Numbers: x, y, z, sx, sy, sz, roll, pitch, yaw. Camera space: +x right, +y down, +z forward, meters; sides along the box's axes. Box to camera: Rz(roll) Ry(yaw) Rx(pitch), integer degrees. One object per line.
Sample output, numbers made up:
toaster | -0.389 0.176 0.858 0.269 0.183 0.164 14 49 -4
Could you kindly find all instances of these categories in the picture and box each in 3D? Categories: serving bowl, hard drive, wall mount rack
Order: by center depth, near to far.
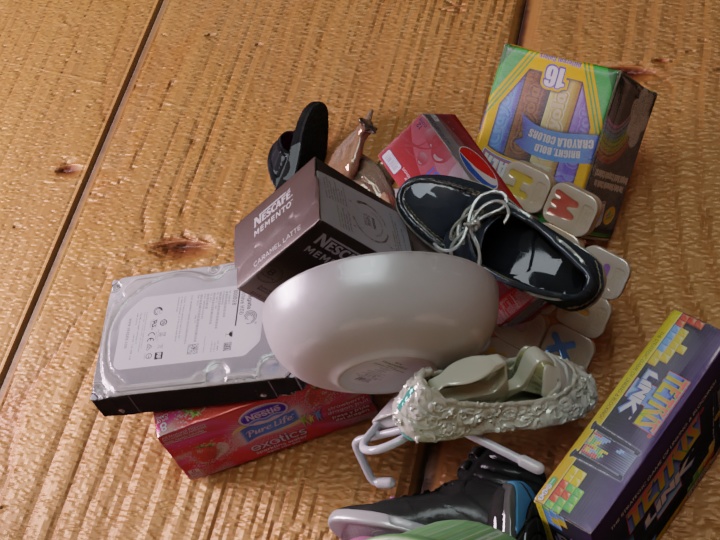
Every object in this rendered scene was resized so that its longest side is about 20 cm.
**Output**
serving bowl | 0.019 0.057 1.023 0.199 0.200 0.066 -10 65 10
wall mount rack | 0.093 0.125 1.076 0.173 0.075 0.200 -16 16 37
hard drive | -0.145 0.059 1.152 0.199 0.038 0.140 -6 53 13

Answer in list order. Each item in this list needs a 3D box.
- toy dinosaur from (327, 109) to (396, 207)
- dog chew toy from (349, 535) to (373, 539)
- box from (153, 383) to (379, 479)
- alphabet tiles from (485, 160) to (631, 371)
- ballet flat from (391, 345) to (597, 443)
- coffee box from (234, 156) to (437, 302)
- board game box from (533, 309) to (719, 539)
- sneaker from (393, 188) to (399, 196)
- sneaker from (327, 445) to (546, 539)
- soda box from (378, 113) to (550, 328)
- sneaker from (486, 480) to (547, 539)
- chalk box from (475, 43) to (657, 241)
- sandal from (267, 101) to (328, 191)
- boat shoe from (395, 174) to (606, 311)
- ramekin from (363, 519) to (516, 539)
toy dinosaur | 0.000 -0.062 1.211 0.135 0.086 0.201 -41 58 37
dog chew toy | -0.045 0.290 1.036 0.199 0.125 0.125 -28 53 -13
box | -0.094 0.109 1.184 0.199 0.096 0.100 -19 53 3
alphabet tiles | 0.145 0.005 1.154 0.195 0.015 0.201 30 110 26
ballet flat | 0.120 0.096 1.010 0.199 0.072 0.072 -9 47 -28
coffee box | 0.000 0.000 1.105 0.114 0.200 0.080 -37 39 30
board game box | 0.230 0.157 1.011 0.057 0.166 0.200 29 69 31
sneaker | 0.022 -0.038 1.276 0.199 0.074 0.082 5 76 23
sneaker | 0.075 0.205 1.090 0.199 0.071 0.099 1 49 18
soda box | 0.105 -0.047 1.123 0.063 0.070 0.200 -41 74 27
sneaker | 0.099 0.266 0.994 0.082 0.073 0.201 7 89 32
chalk box | 0.186 -0.101 1.205 0.123 0.124 0.201 21 98 28
sandal | -0.080 -0.104 1.339 0.048 0.075 0.201 9 60 18
boat shoe | 0.111 -0.026 1.042 0.200 0.062 0.075 34 96 19
ramekin | 0.064 0.283 0.922 0.199 0.098 0.201 5 99 36
